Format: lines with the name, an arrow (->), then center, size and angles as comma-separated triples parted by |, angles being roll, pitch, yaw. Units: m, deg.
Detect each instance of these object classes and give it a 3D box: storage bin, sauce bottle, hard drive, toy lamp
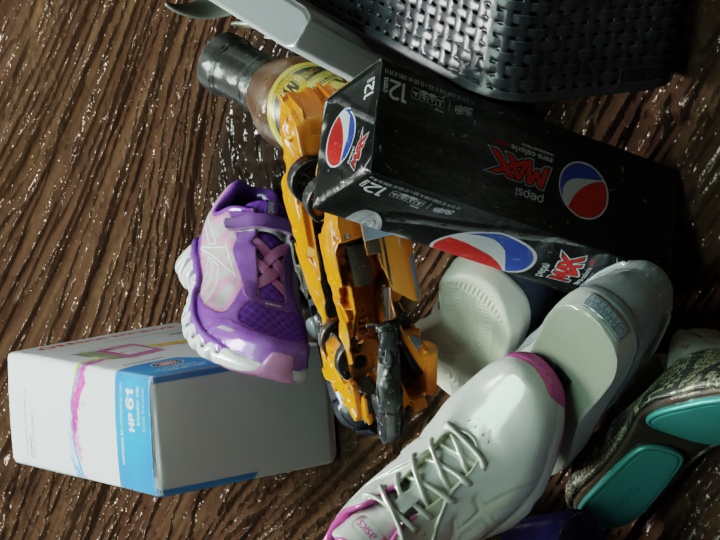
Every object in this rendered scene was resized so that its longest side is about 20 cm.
storage bin -> 0.075, -0.172, 1.607 | 0.200, 0.135, 0.094 | 34, 123, 47
sauce bottle -> -0.024, -0.094, 1.805 | 0.199, 0.065, 0.065 | 28, 121, 36
hard drive -> -0.003, -0.125, 1.686 | 0.132, 0.200, 0.026 | 35, 97, 46
toy lamp -> 0.164, 0.163, 1.586 | 0.199, 0.058, 0.059 | 1, 98, 38

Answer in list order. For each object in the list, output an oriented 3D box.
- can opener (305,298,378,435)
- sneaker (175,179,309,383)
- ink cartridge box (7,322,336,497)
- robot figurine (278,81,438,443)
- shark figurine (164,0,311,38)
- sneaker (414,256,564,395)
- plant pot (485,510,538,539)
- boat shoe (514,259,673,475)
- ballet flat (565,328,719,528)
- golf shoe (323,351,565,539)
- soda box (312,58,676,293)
can opener -> -0.014, 0.007, 1.843 | 0.078, 0.063, 0.201 | -19, 82, 53
sneaker -> -0.070, 0.002, 1.883 | 0.089, 0.080, 0.200 | -65, 21, 19
ink cartridge box -> -0.132, 0.092, 1.962 | 0.200, 0.144, 0.085 | 4, 101, 55
robot figurine -> 0.000, 0.000, 1.668 | 0.145, 0.058, 0.201 | -126, 22, -56
shark figurine -> -0.034, -0.180, 1.842 | 0.090, 0.128, 0.214 | -68, 20, 1
sneaker -> 0.084, 0.020, 1.709 | 0.075, 0.085, 0.200 | 39, 160, 5
plant pot -> 0.043, 0.221, 1.730 | 0.200, 0.200, 0.175 | 43, 112, 42
boat shoe -> 0.126, 0.054, 1.613 | 0.070, 0.071, 0.201 | 50, 153, 10
ballet flat -> 0.174, 0.075, 1.596 | 0.200, 0.067, 0.076 | -43, 37, 52
golf shoe -> 0.039, 0.128, 1.586 | 0.075, 0.091, 0.200 | 45, 117, 21
soda box -> 0.075, -0.045, 1.576 | 0.063, 0.199, 0.071 | -30, 48, 54
